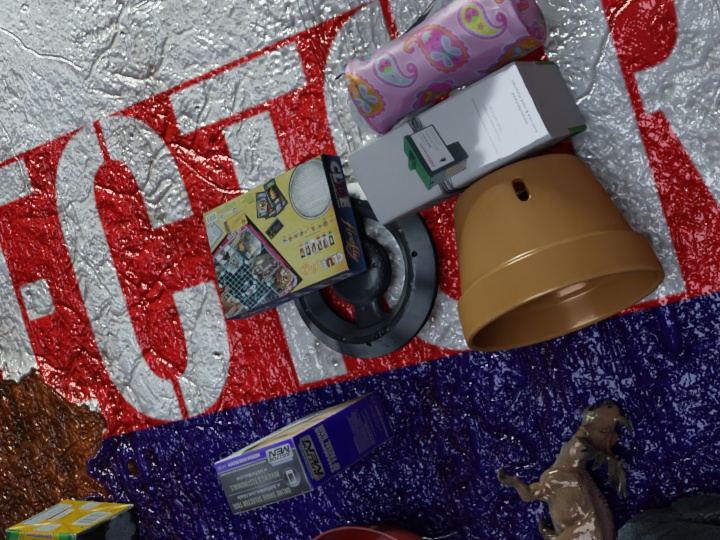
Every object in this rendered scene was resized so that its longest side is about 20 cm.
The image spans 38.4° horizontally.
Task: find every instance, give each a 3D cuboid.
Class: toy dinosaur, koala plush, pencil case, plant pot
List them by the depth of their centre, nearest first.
[{"bbox_3d":[0.352,0.331,0.995,0.184,0.177,0.201,-12,94,45],"label":"koala plush"},{"bbox_3d":[0.078,-0.210,0.997,0.200,0.087,0.088,-25,87,29],"label":"pencil case"},{"bbox_3d":[0.177,-0.021,1.014,0.200,0.200,0.140,-28,68,27],"label":"plant pot"},{"bbox_3d":[0.233,0.247,1.074,0.135,0.086,0.201,-17,88,31],"label":"toy dinosaur"}]

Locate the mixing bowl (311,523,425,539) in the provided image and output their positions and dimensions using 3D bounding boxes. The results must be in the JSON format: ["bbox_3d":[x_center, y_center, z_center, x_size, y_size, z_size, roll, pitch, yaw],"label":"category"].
[{"bbox_3d":[0.029,0.369,1.186,0.200,0.108,0.201,5,102,25],"label":"mixing bowl"}]

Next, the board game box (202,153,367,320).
[{"bbox_3d":[-0.091,-0.034,1.189,0.200,0.035,0.136,-21,77,37],"label":"board game box"}]

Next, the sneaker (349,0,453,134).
[{"bbox_3d":[0.072,-0.223,1.084,0.078,0.079,0.200,46,119,-3],"label":"sneaker"}]

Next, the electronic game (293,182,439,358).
[{"bbox_3d":[0.000,0.000,1.176,0.200,0.042,0.201,2,95,32],"label":"electronic game"}]

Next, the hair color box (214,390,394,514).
[{"bbox_3d":[-0.057,0.198,1.148,0.109,0.200,0.065,-23,89,28],"label":"hair color box"}]

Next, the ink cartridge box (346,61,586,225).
[{"bbox_3d":[0.107,-0.129,1.043,0.200,0.146,0.085,-27,88,28],"label":"ink cartridge box"}]

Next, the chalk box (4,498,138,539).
[{"bbox_3d":[-0.376,0.425,1.388,0.124,0.125,0.201,-2,96,26],"label":"chalk box"}]
